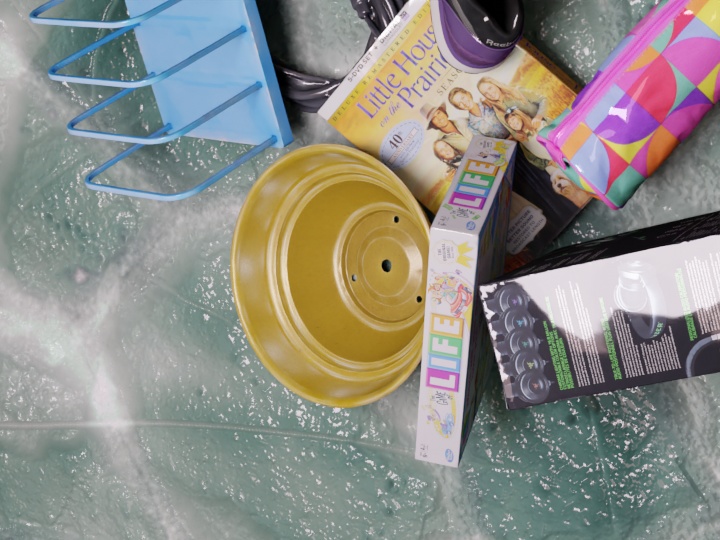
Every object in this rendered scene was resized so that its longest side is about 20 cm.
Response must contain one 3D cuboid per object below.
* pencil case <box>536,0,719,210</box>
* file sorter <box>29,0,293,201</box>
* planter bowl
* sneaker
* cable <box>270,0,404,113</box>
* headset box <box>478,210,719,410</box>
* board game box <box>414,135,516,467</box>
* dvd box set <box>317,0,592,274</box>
[{"bbox_3d":[0.210,-0.140,1.150,0.088,0.088,0.200,40,99,13],"label":"pencil case"},{"bbox_3d":[-0.162,-0.169,1.257,0.138,0.123,0.201,10,125,40],"label":"file sorter"},{"bbox_3d":[0.000,0.000,1.281,0.200,0.083,0.201,6,100,36],"label":"planter bowl"},{"bbox_3d":[0.073,-0.244,1.152,0.075,0.088,0.201,-18,86,-13],"label":"sneaker"},{"bbox_3d":[-0.040,-0.212,1.296,0.200,0.051,0.164,34,106,18],"label":"cable"},{"bbox_3d":[0.197,0.023,1.155,0.199,0.174,0.093,-13,93,25],"label":"headset box"},{"bbox_3d":[0.076,0.022,1.196,0.034,0.135,0.201,10,124,11],"label":"board game box"},{"bbox_3d":[0.087,-0.108,1.235,0.200,0.029,0.146,41,113,-3],"label":"dvd box set"}]
